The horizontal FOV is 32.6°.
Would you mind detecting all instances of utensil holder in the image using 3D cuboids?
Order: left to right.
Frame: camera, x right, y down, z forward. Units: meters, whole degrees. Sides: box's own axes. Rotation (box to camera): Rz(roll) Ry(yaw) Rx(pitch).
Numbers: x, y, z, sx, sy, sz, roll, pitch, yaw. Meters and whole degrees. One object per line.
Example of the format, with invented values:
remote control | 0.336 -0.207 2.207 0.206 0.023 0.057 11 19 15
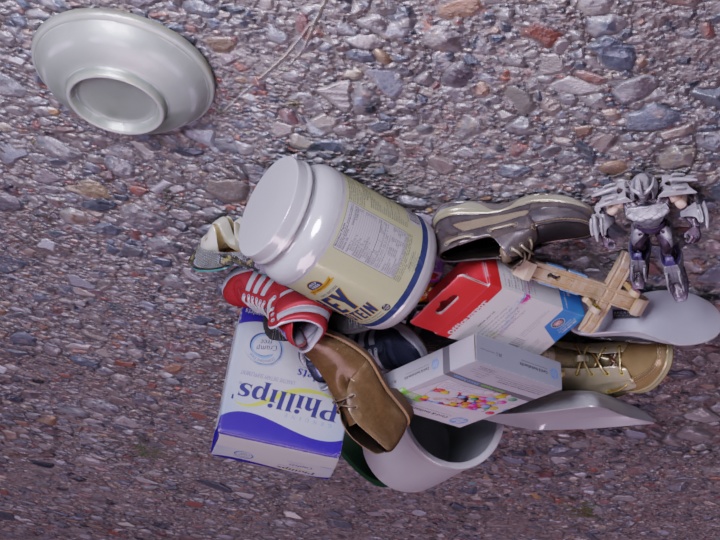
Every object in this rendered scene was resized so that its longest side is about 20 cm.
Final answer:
utensil holder | 0.106 0.241 1.879 0.167 0.172 0.200 15 154 -13

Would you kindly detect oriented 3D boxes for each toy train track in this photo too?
toy train track | 0.271 0.023 1.484 0.197 0.033 0.116 17 111 -25

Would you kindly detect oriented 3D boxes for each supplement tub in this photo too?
supplement tub | -0.026 -0.033 1.420 0.198 0.147 0.144 27 148 -27

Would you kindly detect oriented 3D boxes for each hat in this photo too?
hat | 0.058 0.251 2.074 0.200 0.176 0.166 46 155 9

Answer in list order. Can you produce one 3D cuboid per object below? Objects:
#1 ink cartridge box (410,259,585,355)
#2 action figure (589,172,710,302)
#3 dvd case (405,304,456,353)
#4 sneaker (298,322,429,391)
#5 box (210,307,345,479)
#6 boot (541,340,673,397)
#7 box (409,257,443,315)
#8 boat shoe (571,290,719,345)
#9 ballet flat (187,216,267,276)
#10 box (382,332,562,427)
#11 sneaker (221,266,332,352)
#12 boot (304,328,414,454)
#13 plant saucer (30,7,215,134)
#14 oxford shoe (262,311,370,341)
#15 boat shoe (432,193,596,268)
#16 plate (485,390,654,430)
ink cartridge box | 0.167 0.038 1.538 0.198 0.068 0.116 18 136 -29
action figure | 0.328 -0.045 1.383 0.128 0.070 0.201 3 149 22
dvd case | 0.154 0.082 1.682 0.197 0.016 0.149 1 154 -12
sneaker | -0.002 0.117 1.670 0.199 0.108 0.071 12 134 48
box | -0.108 0.177 1.780 0.181 0.203 0.105 13 152 -8
boot | 0.318 0.123 1.686 0.153 0.074 0.200 12 159 -21
box | 0.000 0.000 1.592 0.197 0.040 0.137 10 152 -3
boat shoe | 0.363 0.061 1.585 0.197 0.070 0.057 3 171 13
ballet flat | -0.153 -0.035 1.543 0.199 0.073 0.072 5 158 45
box | 0.140 0.147 1.614 0.154 0.042 0.199 20 149 -33
sneaker | -0.110 0.048 1.550 0.198 0.114 0.071 -12 143 39
boot | -0.011 0.153 1.572 0.073 0.076 0.200 -22 118 46
plant saucer | -0.253 -0.193 1.293 0.197 0.051 0.201 7 153 4
oxford shoe | -0.026 0.054 1.599 0.198 0.074 0.084 -9 165 35
boat shoe | 0.178 -0.038 1.431 0.197 0.074 0.075 -4 150 23
plate | 0.291 0.200 1.757 0.198 0.033 0.198 -10 163 36
